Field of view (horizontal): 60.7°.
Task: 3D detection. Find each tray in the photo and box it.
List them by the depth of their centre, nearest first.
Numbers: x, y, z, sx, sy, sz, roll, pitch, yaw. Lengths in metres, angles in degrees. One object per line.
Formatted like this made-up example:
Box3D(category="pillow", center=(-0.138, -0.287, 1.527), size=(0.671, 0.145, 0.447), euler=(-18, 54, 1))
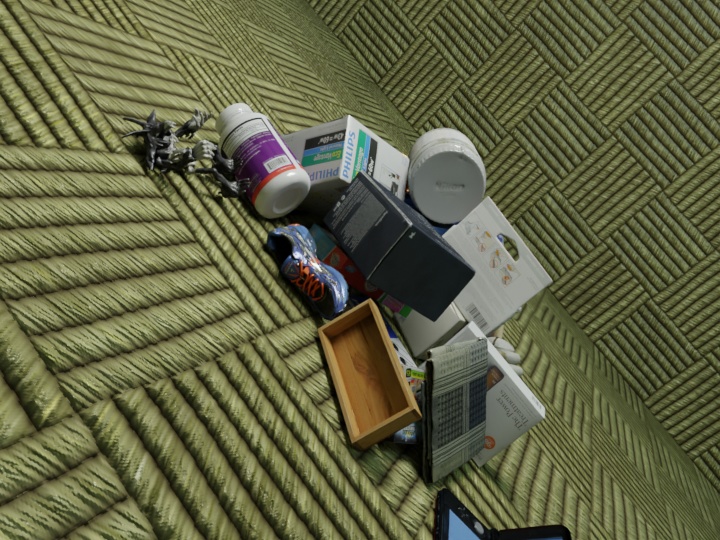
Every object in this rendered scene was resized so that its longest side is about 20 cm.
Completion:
Box3D(category="tray", center=(0.009, 0.145, 0.890), size=(0.037, 0.097, 0.202), euler=(52, 12, -46))

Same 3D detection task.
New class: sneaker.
Box3D(category="sneaker", center=(-0.093, 0.005, 1.002), size=(0.078, 0.076, 0.201), euler=(1, 41, -51))

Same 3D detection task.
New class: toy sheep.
Box3D(category="toy sheep", center=(0.257, 0.203, 1.206), size=(0.135, 0.205, 0.138), euler=(16, -4, 1))

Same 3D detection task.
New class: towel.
Box3D(category="towel", center=(0.149, 0.214, 0.976), size=(0.198, 0.034, 0.198), euler=(-6, 98, -54))

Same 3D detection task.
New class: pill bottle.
Box3D(category="pill bottle", center=(-0.182, -0.201, 1.109), size=(0.202, 0.112, 0.112), euler=(55, 22, 18))

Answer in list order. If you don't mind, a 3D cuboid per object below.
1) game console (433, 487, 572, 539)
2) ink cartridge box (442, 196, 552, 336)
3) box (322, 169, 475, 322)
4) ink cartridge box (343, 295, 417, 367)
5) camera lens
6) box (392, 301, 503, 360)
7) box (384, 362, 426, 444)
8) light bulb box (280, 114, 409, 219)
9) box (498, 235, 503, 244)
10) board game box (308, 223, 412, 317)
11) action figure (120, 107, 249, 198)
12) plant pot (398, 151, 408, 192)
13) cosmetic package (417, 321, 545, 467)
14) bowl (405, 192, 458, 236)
Box3D(category="game console", center=(0.192, 0.382, 0.816), size=(0.172, 0.118, 0.200), euler=(45, 20, -7))
Box3D(category="ink cartridge box", center=(0.236, -0.005, 1.151), size=(0.202, 0.173, 0.043), euler=(56, 23, 17))
Box3D(category="box", center=(0.067, -0.043, 1.085), size=(0.198, 0.125, 0.197), euler=(31, 13, -40))
Box3D(category="ink cartridge box", center=(0.037, 0.136, 1.045), size=(0.202, 0.044, 0.093), euler=(56, 20, 20))
Box3D(category="camera lens", center=(0.174, -0.197, 1.269), size=(0.160, 0.160, 0.201), euler=(42, 19, -14))
Box3D(category="box", center=(0.182, 0.114, 1.262), size=(0.198, 0.128, 0.110), euler=(21, 34, -50))
Box3D(category="box", center=(0.102, 0.214, 0.962), size=(0.198, 0.034, 0.113), euler=(22, 73, -50))
Box3D(category="light bulb box", center=(-0.040, -0.188, 1.214), size=(0.198, 0.195, 0.128), euler=(24, 69, -47))
Box3D(category="box", center=(0.269, -0.018, 1.289), size=(0.121, 0.047, 0.206), euler=(4, 80, -62))
Box3D(category="board game box", center=(0.000, 0.000, 1.161), size=(0.198, 0.041, 0.153), euler=(32, 9, -38))
Box3D(category="action figure", center=(-0.262, -0.192, 0.950), size=(0.198, 0.101, 0.121), euler=(27, 40, -47))
Box3D(category="plant pot", center=(0.050, -0.180, 1.463), size=(0.200, 0.200, 0.140), euler=(45, 3, -6))
Box3D(category="cosmetic package", center=(0.204, 0.218, 1.087), size=(0.201, 0.151, 0.052), euler=(49, 20, 7))
Box3D(category="bowl", center=(0.135, -0.111, 1.309), size=(0.196, 0.040, 0.202), euler=(13, 24, -6))
